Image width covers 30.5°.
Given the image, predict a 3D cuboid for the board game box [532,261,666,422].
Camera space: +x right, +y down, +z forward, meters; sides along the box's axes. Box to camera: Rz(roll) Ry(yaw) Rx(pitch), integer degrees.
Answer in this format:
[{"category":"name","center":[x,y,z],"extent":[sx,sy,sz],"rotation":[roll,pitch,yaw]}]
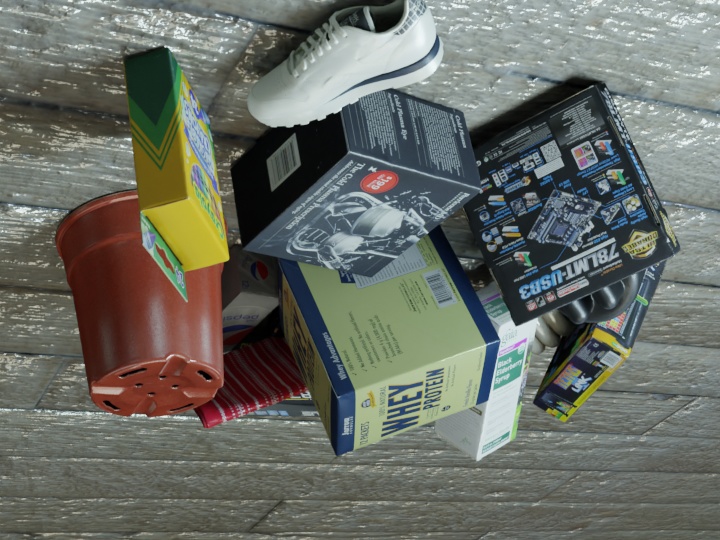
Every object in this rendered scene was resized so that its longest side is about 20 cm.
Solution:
[{"category":"board game box","center":[0.306,0.080,1.704],"extent":[0.056,0.166,0.201],"rotation":[28,146,0]}]

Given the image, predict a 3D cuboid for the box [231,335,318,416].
[{"category":"box","center":[-0.129,0.142,1.783],"extent":[0.197,0.050,0.162],"rotation":[0,150,17]}]

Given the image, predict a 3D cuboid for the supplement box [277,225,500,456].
[{"category":"supplement box","center":[0.027,0.070,1.533],"extent":[0.197,0.201,0.135],"rotation":[-17,147,-14]}]

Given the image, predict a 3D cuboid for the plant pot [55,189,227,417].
[{"category":"plant pot","center":[-0.237,0.046,1.480],"extent":[0.198,0.198,0.202],"rotation":[-8,152,-4]}]

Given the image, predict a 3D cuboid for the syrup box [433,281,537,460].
[{"category":"syrup box","center":[0.156,0.125,1.655],"extent":[0.078,0.081,0.202],"rotation":[-22,131,-41]}]

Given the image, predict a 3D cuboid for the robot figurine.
[{"category":"robot figurine","center":[0.280,-0.016,1.558],"extent":[0.148,0.200,0.126],"rotation":[10,119,17]}]

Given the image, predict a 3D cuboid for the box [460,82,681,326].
[{"category":"box","center":[0.215,-0.069,1.434],"extent":[0.198,0.201,0.050],"rotation":[-26,180,26]}]

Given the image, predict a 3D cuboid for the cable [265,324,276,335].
[{"category":"cable","center":[-0.050,0.119,1.836],"extent":[0.161,0.051,0.200],"rotation":[-19,151,15]}]

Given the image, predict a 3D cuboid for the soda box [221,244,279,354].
[{"category":"soda box","center":[-0.172,0.049,1.646],"extent":[0.063,0.069,0.200],"rotation":[9,146,-33]}]

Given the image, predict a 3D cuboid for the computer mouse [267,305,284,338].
[{"category":"computer mouse","center":[-0.069,0.014,1.596],"extent":[0.058,0.034,0.201],"rotation":[9,130,-18]}]

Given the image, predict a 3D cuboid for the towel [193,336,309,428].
[{"category":"towel","center":[-0.123,0.124,1.617],"extent":[0.198,0.145,0.023],"rotation":[-20,117,-18]}]

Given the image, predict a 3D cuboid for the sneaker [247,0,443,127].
[{"category":"sneaker","center":[-0.024,-0.203,1.247],"extent":[0.198,0.077,0.081],"rotation":[-22,139,11]}]

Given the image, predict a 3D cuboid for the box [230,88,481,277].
[{"category":"box","center":[-0.007,-0.096,1.399],"extent":[0.180,0.105,0.200],"rotation":[11,145,-37]}]

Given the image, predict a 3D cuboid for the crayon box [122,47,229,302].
[{"category":"crayon box","center":[-0.172,-0.090,1.248],"extent":[0.051,0.202,0.126],"rotation":[-13,153,6]}]

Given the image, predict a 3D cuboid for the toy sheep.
[{"category":"toy sheep","center":[0.217,0.049,1.723],"extent":[0.199,0.139,0.138],"rotation":[-39,145,11]}]
